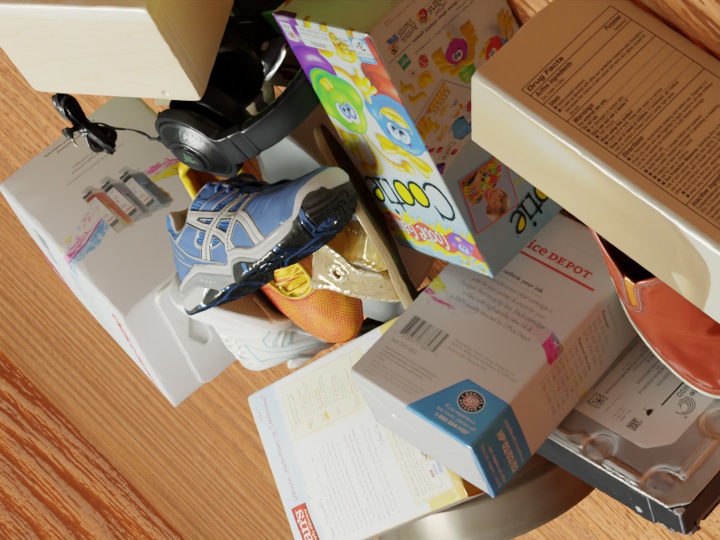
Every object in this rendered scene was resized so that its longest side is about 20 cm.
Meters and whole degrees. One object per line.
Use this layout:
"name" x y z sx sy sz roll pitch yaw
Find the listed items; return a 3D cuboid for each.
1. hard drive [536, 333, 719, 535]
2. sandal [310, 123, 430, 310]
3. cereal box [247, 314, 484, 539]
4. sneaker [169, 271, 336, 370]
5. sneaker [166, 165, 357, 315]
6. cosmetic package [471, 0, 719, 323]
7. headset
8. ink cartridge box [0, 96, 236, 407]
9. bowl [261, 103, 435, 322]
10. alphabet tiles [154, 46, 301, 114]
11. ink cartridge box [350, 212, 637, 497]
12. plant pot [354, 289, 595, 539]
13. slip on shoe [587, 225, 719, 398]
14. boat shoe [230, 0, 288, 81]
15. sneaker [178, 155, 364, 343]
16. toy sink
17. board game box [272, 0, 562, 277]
"hard drive" 0.182 0.081 1.189 0.200 0.140 0.038 31 155 39
"sandal" 0.000 0.003 1.235 0.212 0.070 0.078 55 -168 -24
"cereal box" 0.004 0.130 1.351 0.200 0.039 0.144 -29 76 44
"sneaker" -0.084 0.044 1.401 0.200 0.080 0.071 16 -145 -51
"sneaker" -0.077 -0.032 1.200 0.200 0.076 0.077 -29 82 48
"cosmetic package" 0.168 -0.068 0.989 0.200 0.105 0.071 40 159 22
"headset" -0.111 -0.125 1.198 0.200 0.124 0.094 -21 133 28
"ink cartridge box" -0.173 -0.020 1.475 0.200 0.145 0.145 44 165 34
"bowl" -0.005 -0.063 1.362 0.201 0.090 0.201 40 159 18
"alphabet tiles" -0.120 -0.193 1.317 0.166 0.006 0.200 6 140 9
"ink cartridge box" 0.105 0.039 1.180 0.115 0.200 0.068 31 159 37
"plant pot" 0.078 0.107 1.416 0.200 0.200 0.174 1 116 63
"slip on shoe" 0.191 0.002 1.101 0.200 0.074 0.061 58 -164 -17
"boat shoe" -0.087 -0.171 1.277 0.074 0.060 0.200 27 140 -14
"sneaker" -0.072 -0.017 1.316 0.200 0.073 0.077 50 -155 -15
"toy sink" -0.152 -0.225 1.177 0.130 0.200 0.112 4 154 20
"board game box" 0.048 -0.111 1.143 0.103 0.105 0.200 20 147 50
